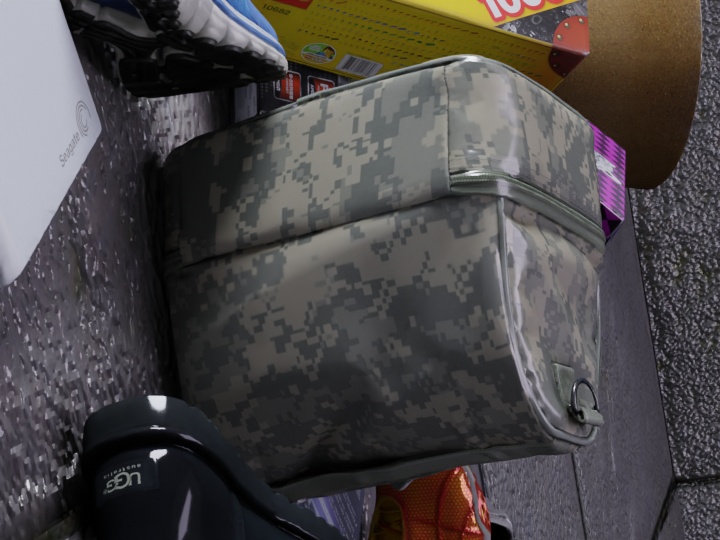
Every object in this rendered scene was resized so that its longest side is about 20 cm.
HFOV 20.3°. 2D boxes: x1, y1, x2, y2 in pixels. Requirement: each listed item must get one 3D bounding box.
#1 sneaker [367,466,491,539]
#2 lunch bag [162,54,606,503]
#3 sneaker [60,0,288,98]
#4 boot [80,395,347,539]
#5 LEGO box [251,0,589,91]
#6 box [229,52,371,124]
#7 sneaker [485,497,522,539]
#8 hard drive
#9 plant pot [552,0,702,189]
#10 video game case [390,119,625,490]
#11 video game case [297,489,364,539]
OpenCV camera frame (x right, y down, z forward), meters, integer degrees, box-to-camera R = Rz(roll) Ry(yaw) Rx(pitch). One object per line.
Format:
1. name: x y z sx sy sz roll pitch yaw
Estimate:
1. sneaker: 0.034 0.176 1.174 0.077 0.073 0.202 -8 85 -38
2. lunch bag: 0.011 0.015 0.923 0.139 0.199 0.169 28 55 -55
3. sneaker: -0.084 -0.135 0.881 0.200 0.078 0.090 42 43 -69
4. boot: -0.054 0.167 0.807 0.200 0.076 0.169 54 26 -49
5. LEGO box: 0.016 -0.180 1.065 0.077 0.198 0.150 -43 -140 53
6. box: 0.008 -0.144 1.117 0.044 0.159 0.202 136 -41 -53
7. sneaker: 0.073 0.188 1.313 0.200 0.081 0.075 -28 109 -76
8. hard drive: -0.147 -0.111 0.715 0.132 0.026 0.201 -74 153 -60
9. plant pot: 0.086 -0.142 1.260 0.186 0.198 0.188 178 -90 -78
10. video game case: 0.074 0.012 1.078 0.036 0.182 0.200 38 16 -2
11. video game case: -0.029 0.123 1.070 0.201 0.019 0.144 -82 159 -48
